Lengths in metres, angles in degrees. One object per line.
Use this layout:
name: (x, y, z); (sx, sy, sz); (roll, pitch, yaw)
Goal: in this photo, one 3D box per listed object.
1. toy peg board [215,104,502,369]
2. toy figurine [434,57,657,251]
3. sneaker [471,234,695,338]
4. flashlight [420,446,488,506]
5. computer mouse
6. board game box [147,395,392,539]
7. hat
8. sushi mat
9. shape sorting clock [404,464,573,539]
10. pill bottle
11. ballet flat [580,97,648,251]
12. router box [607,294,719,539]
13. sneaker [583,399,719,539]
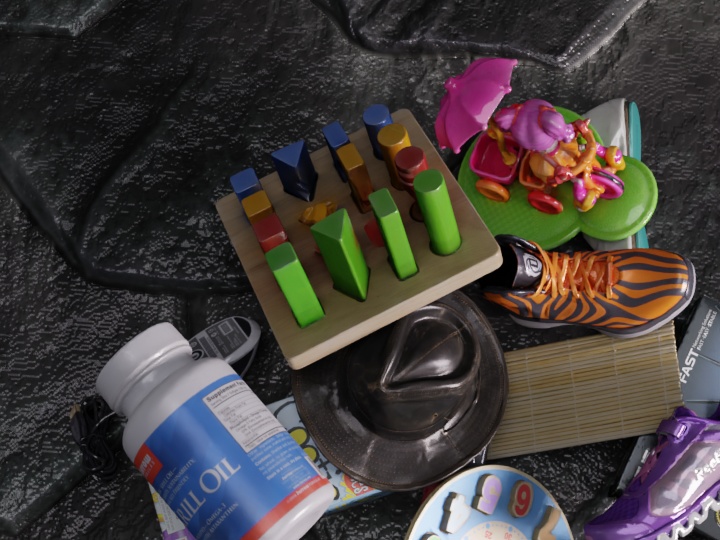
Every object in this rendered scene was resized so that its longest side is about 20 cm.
toy peg board: (-0.015, -0.057, 1.068); (0.198, 0.098, 0.200); (-26, 51, -4)
toy figurine: (0.146, -0.109, 1.107); (0.198, 0.184, 0.152); (18, 79, 30)
sneaker: (0.182, 0.011, 1.103); (0.198, 0.112, 0.079); (-9, 68, 38)
flashlight: (0.056, 0.230, 1.124); (0.067, 0.068, 0.203); (19, 77, -28)
computer mouse: (-0.172, 0.114, 1.168); (0.199, 0.110, 0.044); (-31, 121, -9)
board game box: (-0.080, 0.179, 1.131); (0.198, 0.105, 0.104); (-19, 77, -1)
hat: (0.045, 0.084, 1.067); (0.198, 0.081, 0.203); (5, 72, -15)
sushi mat: (0.190, 0.109, 1.139); (0.198, 0.012, 0.097); (-13, 75, 23)
shape sorting clock: (0.114, 0.269, 1.086); (0.198, 0.039, 0.203); (1, 88, -32)
pill bottle: (-0.123, 0.143, 1.031); (0.112, 0.112, 0.200); (-42, 77, -6)
ballet flat: (0.235, -0.063, 1.191); (0.068, 0.070, 0.203); (-2, 74, 3)
router box: (0.330, 0.144, 1.135); (0.148, 0.062, 0.202); (25, 80, 10)
sneaker: (0.265, 0.164, 1.055); (0.199, 0.080, 0.089); (-29, 93, -8)
